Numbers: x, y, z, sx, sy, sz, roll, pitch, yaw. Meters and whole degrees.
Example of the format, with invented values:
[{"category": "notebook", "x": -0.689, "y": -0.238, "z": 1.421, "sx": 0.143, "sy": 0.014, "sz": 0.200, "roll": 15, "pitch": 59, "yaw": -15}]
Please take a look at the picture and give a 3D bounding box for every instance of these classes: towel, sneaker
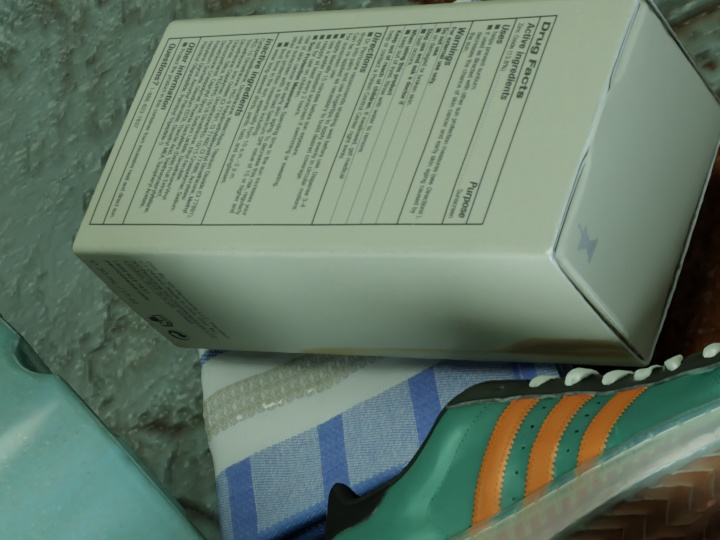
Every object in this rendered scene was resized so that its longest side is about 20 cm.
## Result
[{"category": "towel", "x": 0.000, "y": 0.000, "z": 0.894, "sx": 0.147, "sy": 0.024, "sz": 0.200, "roll": -26, "pitch": 46, "yaw": 19}, {"category": "sneaker", "x": 0.069, "y": 0.057, "z": 0.765, "sx": 0.200, "sy": 0.071, "sz": 0.080, "roll": -28, "pitch": 50, "yaw": 18}]

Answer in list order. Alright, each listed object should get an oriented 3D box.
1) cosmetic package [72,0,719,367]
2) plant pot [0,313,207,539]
[{"category": "cosmetic package", "x": 0.011, "y": -0.029, "z": 0.839, "sx": 0.200, "sy": 0.071, "sz": 0.105, "roll": 3, "pitch": 60, "yaw": 38}, {"category": "plant pot", "x": -0.145, "y": 0.128, "z": 0.795, "sx": 0.196, "sy": 0.200, "sz": 0.200, "roll": -42, "pitch": 43, "yaw": -10}]
